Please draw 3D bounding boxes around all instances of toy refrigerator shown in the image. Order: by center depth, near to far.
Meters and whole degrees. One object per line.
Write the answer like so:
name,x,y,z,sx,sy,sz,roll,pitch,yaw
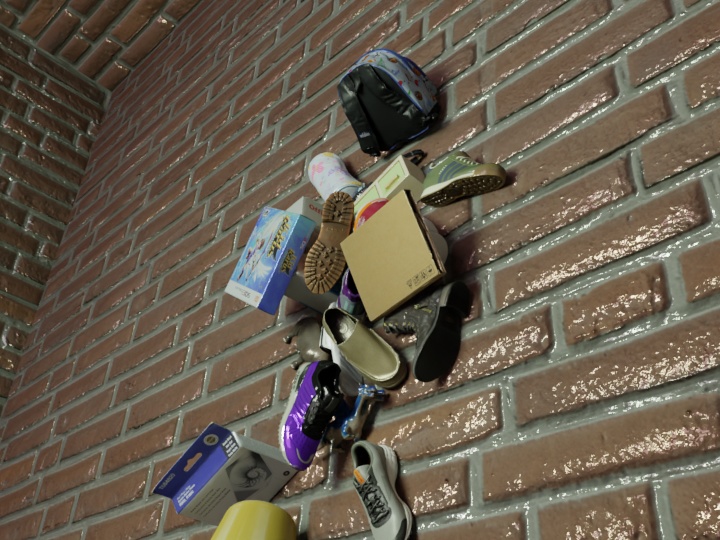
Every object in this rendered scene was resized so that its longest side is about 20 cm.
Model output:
toy refrigerator,0.041,-0.133,1.666,0.200,0.070,0.076,-44,36,22

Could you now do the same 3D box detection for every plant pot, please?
plant pot,-0.185,0.500,1.376,0.201,0.201,0.189,-38,23,30

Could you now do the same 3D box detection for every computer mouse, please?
computer mouse,0.056,-0.180,1.706,0.200,0.059,0.034,-40,59,21

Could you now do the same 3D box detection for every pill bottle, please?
pill bottle,0.075,-0.059,1.523,0.113,0.113,0.200,-58,34,2

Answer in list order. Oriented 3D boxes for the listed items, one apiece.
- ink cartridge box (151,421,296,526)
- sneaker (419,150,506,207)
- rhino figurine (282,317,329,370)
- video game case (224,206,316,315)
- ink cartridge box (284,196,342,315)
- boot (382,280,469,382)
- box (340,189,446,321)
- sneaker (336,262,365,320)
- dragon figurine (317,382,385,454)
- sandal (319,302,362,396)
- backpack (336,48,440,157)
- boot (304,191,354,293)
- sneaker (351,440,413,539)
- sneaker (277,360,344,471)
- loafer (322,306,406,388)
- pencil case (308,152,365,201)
ink cartridge box,-0.248,0.389,1.522,0.200,0.200,0.041,-49,34,17
sneaker,0.187,-0.184,1.511,0.200,0.067,0.090,-16,58,51
rhino figurine,-0.094,0.168,1.620,0.087,0.060,0.200,-51,35,18
video game case,-0.183,-0.025,1.638,0.181,0.045,0.200,17,82,59
ink cartridge box,-0.092,-0.029,1.692,0.084,0.145,0.200,-33,41,39
boot,0.098,0.099,1.421,0.174,0.069,0.200,-6,52,54
box,0.052,-0.023,1.436,0.200,0.021,0.164,-39,67,45
sneaker,0.000,0.000,1.580,0.088,0.074,0.200,107,171,-50
dragon figurine,-0.033,0.266,1.459,0.200,0.059,0.100,-29,43,37
sandal,-0.045,0.151,1.548,0.059,0.079,0.207,-35,42,31
backpack,0.055,-0.367,1.723,0.200,0.190,0.154,-24,30,41
boot,-0.053,-0.046,1.607,0.107,0.075,0.200,76,-149,-80
sneaker,0.024,0.356,1.294,0.074,0.079,0.200,-42,38,22
sneaker,-0.078,0.243,1.418,0.099,0.070,0.201,-19,50,42
loafer,-0.003,0.134,1.457,0.200,0.067,0.076,36,87,29
pencil case,-0.053,-0.193,1.827,0.091,0.083,0.200,-49,34,9
